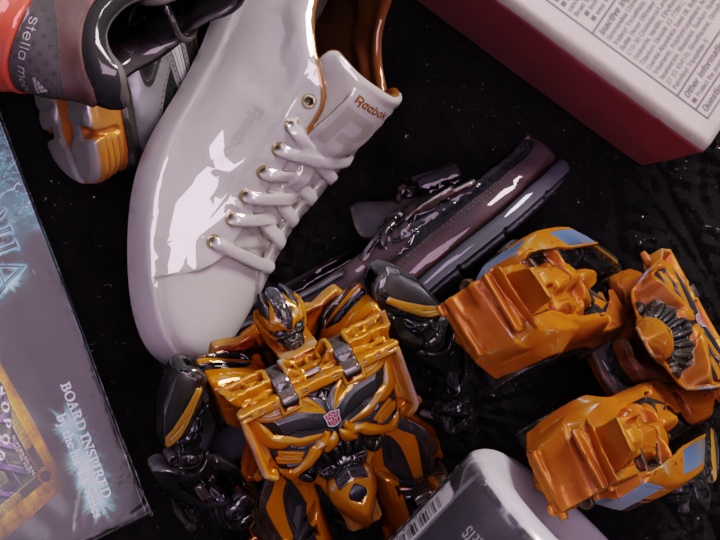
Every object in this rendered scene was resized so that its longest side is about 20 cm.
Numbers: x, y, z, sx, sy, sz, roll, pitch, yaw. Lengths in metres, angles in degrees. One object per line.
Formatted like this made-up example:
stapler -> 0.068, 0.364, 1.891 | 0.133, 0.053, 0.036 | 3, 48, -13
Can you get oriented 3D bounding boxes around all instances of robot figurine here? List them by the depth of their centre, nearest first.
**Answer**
robot figurine -> -0.004, 0.093, 1.203 | 0.145, 0.058, 0.200 | -26, 124, -10
robot figurine -> 0.106, 0.040, 1.206 | 0.058, 0.200, 0.145 | -32, 82, 23

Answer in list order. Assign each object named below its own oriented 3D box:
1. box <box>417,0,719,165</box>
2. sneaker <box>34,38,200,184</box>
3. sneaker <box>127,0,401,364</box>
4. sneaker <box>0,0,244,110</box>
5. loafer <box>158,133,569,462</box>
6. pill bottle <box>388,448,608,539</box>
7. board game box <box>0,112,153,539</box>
box -> 0.092, -0.155, 1.247 | 0.200, 0.109, 0.128 | 36, 83, -7
sneaker -> -0.109, -0.140, 1.236 | 0.077, 0.078, 0.201 | -11, 93, -25
sneaker -> -0.035, -0.052, 1.199 | 0.073, 0.084, 0.201 | 22, 84, -50
sneaker -> -0.069, -0.131, 1.152 | 0.082, 0.077, 0.200 | 24, 60, 21
loafer -> 0.000, 0.000, 1.249 | 0.200, 0.072, 0.063 | -40, 88, -4
pill bottle -> 0.019, 0.176, 1.151 | 0.106, 0.106, 0.200 | 41, 99, -6
board game box -> -0.186, 0.037, 1.235 | 0.135, 0.028, 0.201 | -20, 91, -10
